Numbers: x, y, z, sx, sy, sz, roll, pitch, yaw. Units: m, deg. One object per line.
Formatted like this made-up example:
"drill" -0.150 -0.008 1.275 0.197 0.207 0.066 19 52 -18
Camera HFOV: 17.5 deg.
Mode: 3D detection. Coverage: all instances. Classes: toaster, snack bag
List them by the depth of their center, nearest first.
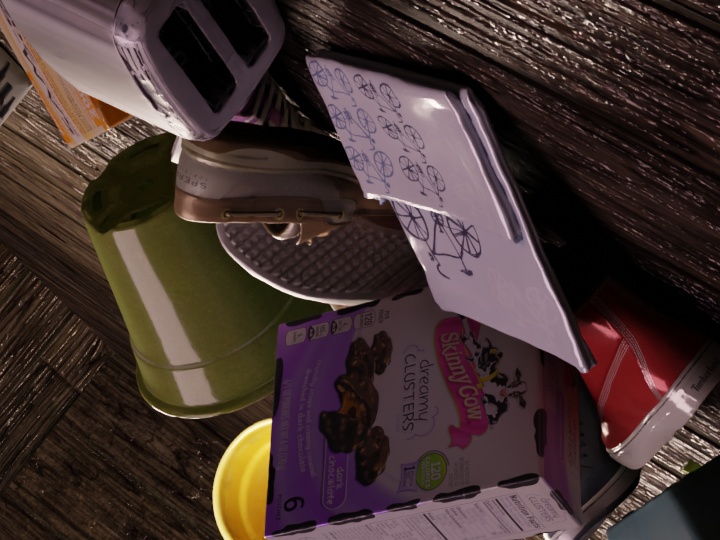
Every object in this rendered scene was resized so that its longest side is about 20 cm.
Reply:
"toaster" -0.132 -0.165 1.393 0.129 0.114 0.200 28 165 29
"snack bag" 0.051 -0.037 1.398 0.188 0.021 0.201 23 143 59

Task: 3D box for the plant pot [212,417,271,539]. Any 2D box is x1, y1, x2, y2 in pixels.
"plant pot" -0.071 0.314 3.182 0.200 0.202 0.189 32 -177 32

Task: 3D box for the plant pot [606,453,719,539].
"plant pot" 0.262 0.220 1.513 0.201 0.141 0.141 57 147 8

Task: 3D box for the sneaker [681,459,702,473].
"sneaker" 0.299 0.202 1.609 0.199 0.072 0.083 35 169 22

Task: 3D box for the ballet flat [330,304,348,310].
"ballet flat" 0.000 0.000 1.817 0.200 0.071 0.071 45 168 -36

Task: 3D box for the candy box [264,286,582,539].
"candy box" 0.043 0.099 1.535 0.199 0.169 0.072 -15 141 23

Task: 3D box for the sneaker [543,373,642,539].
"sneaker" 0.125 0.107 1.588 0.146 0.077 0.202 41 -153 2

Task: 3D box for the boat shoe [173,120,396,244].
"boat shoe" -0.046 -0.053 1.517 0.199 0.067 0.074 9 -163 -44

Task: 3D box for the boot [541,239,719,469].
"boot" 0.150 0.047 1.463 0.144 0.073 0.200 39 164 9

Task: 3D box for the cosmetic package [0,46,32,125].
"cosmetic package" -0.400 -0.211 2.248 0.050 0.083 0.200 28 166 36

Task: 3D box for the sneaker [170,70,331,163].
"sneaker" -0.062 -0.105 1.582 0.113 0.073 0.200 21 167 -4

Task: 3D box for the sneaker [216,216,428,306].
"sneaker" -0.005 -0.008 1.632 0.199 0.076 0.105 14 175 -3

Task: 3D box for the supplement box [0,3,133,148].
"supplement box" -0.192 -0.161 1.631 0.127 0.073 0.200 60 167 -6

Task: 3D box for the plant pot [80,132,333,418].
"plant pot" -0.146 -0.010 2.005 0.200 0.200 0.191 27 154 49
